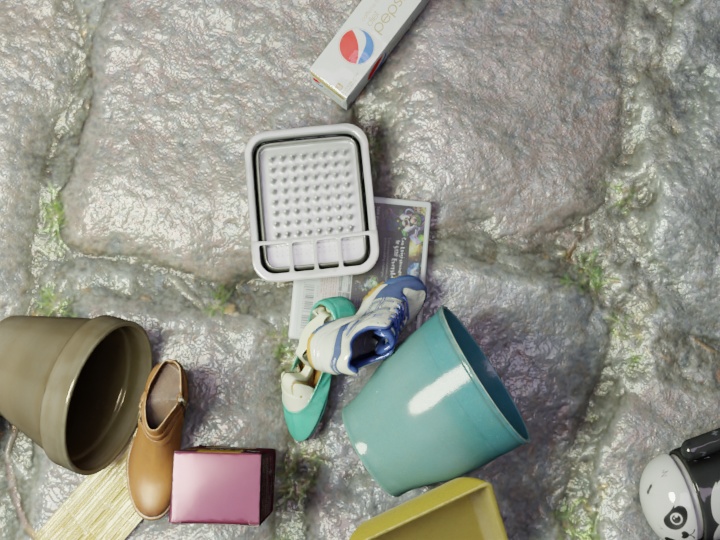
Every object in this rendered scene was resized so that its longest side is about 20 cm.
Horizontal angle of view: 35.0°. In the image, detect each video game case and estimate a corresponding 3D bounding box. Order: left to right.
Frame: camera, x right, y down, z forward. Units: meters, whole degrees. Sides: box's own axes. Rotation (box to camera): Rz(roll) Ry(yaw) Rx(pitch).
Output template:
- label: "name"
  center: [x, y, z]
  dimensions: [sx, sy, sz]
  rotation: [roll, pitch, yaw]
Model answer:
- label: "video game case"
  center: [0.000, 0.000, 1.547]
  dimensions: [0.178, 0.023, 0.204]
  rotation: [5, 83, 1]

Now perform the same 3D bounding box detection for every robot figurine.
- label: "robot figurine"
  center: [0.459, 0.281, 1.466]
  dimensions: [0.196, 0.125, 0.153]
  rotation: [-15, 81, -2]

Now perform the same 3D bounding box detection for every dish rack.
- label: "dish rack"
  center: [-0.065, -0.088, 1.524]
  dimensions: [0.168, 0.044, 0.204]
  rotation: [-6, 83, 0]

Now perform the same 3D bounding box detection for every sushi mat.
- label: "sushi mat"
  center: [-0.334, 0.310, 1.516]
  dimensions: [0.095, 0.012, 0.200]
  rotation: [41, 85, 4]

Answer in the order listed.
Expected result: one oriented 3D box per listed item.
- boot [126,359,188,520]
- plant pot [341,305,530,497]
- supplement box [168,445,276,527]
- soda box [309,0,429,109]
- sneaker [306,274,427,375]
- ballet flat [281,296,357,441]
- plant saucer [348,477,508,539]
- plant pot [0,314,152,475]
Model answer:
- label: "boot"
  center: [-0.258, 0.212, 1.443]
  dimensions: [0.072, 0.155, 0.204]
  rotation: [5, 77, -10]
- label: "plant pot"
  center: [0.086, 0.183, 1.451]
  dimensions: [0.187, 0.200, 0.202]
  rotation: [-35, 85, 9]
- label: "supplement box"
  center: [-0.168, 0.266, 1.427]
  dimensions: [0.108, 0.200, 0.087]
  rotation: [2, 83, 1]
- label: "soda box"
  center: [0.015, -0.324, 1.561]
  dimensions: [0.068, 0.064, 0.201]
  rotation: [37, 85, 4]
- label: "sneaker"
  center: [0.028, 0.077, 1.452]
  dimensions: [0.199, 0.087, 0.076]
  rotation: [-36, 121, -31]
- label: "ballet flat"
  center: [-0.069, 0.125, 1.492]
  dimensions: [0.067, 0.070, 0.203]
  rotation: [27, 98, 41]
- label: "plant saucer"
  center: [0.086, 0.348, 1.451]
  dimensions: [0.197, 0.202, 0.049]
  rotation: [-24, 43, -3]
- label: "plant pot"
  center: [-0.389, 0.139, 1.462]
  dimensions: [0.171, 0.200, 0.203]
  rotation: [16, 84, 19]
